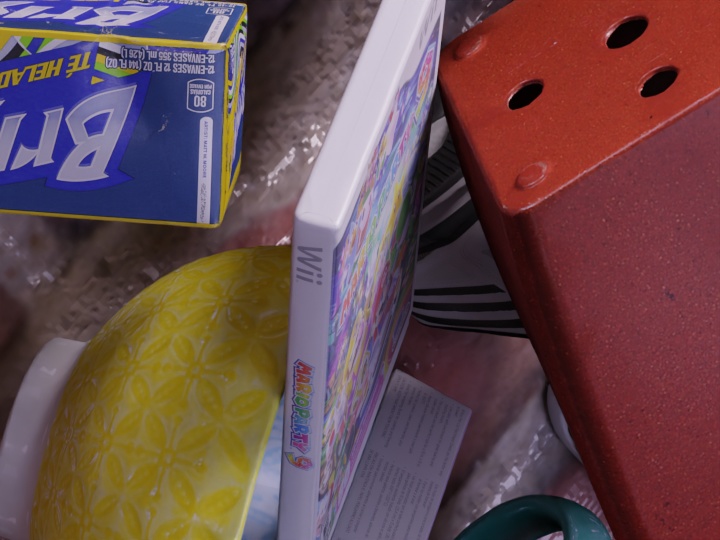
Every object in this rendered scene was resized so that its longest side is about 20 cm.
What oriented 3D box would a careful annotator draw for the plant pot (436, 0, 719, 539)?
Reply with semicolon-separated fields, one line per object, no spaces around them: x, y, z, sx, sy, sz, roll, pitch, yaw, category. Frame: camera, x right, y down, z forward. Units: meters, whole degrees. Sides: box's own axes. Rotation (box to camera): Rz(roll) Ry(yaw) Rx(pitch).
0.135;-0.024;0.889;0.199;0.200;0.177;-31;120;7;plant pot

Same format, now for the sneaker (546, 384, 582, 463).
0.169;0.119;1.108;0.073;0.112;0.200;-49;124;-7;sneaker

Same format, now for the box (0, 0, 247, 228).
-0.139;-0.060;0.816;0.198;0.070;0.065;4;108;2;box

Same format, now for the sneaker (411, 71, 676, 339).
0.091;-0.047;1.021;0.200;0.076;0.116;-31;133;4;sneaker

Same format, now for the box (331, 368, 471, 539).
-0.004;0.128;0.971;0.041;0.039;0.201;28;48;-7;box

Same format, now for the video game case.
0.000;0.000;0.874;0.201;0.018;0.144;94;13;-49;video game case

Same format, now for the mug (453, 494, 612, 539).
0.035;0.194;1.046;0.184;0.114;0.153;-34;120;-20;mug

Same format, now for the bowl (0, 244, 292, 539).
-0.077;0.077;0.925;0.107;0.200;0.202;15;100;8;bowl
